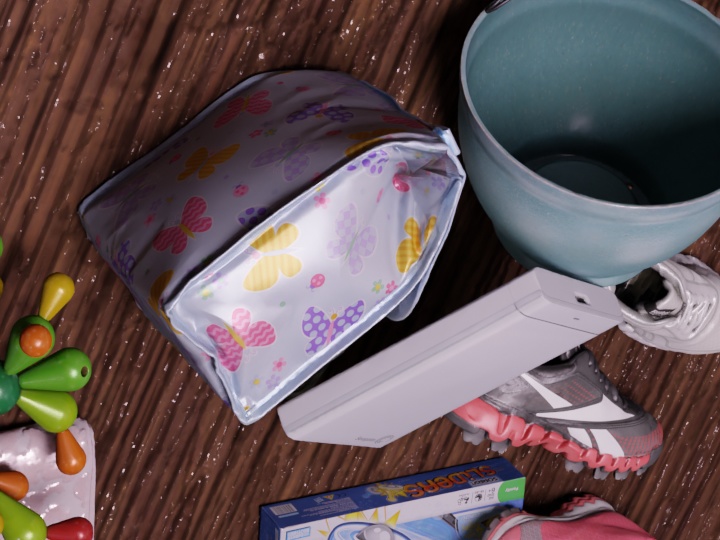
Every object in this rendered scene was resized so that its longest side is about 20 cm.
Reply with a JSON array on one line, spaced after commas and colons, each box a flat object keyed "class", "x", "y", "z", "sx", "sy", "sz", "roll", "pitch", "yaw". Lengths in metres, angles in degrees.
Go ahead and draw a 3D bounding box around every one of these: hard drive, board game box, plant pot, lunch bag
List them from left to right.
[{"class": "lunch bag", "x": -0.043, "y": -0.029, "z": 1.200, "sx": 0.200, "sy": 0.169, "sz": 0.128, "roll": -40, "pitch": 124, "yaw": -8}, {"class": "board game box", "x": 0.021, "y": 0.217, "z": 1.433, "sx": 0.198, "sy": 0.034, "sz": 0.137, "roll": -9, "pitch": 116, "yaw": -26}, {"class": "hard drive", "x": 0.060, "y": 0.061, "z": 1.297, "sx": 0.199, "sy": 0.027, "sz": 0.132, "roll": -29, "pitch": 160, "yaw": 24}, {"class": "plant pot", "x": 0.152, "y": -0.074, "z": 1.294, "sx": 0.199, "sy": 0.201, "sz": 0.135, "roll": -17, "pitch": 146, "yaw": -22}]

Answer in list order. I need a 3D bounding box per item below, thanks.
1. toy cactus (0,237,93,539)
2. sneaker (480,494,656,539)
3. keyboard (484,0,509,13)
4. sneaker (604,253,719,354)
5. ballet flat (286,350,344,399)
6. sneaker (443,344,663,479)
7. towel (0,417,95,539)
[{"class": "toy cactus", "x": -0.240, "y": 0.080, "z": 1.183, "sx": 0.163, "sy": 0.102, "sz": 0.202, "roll": -10, "pitch": 108, "yaw": -5}, {"class": "sneaker", "x": 0.152, "y": 0.212, "z": 1.438, "sx": 0.199, "sy": 0.086, "sz": 0.074, "roll": -13, "pitch": 117, "yaw": -50}, {"class": "keyboard", "x": 0.124, "y": -0.233, "z": 1.265, "sx": 0.199, "sy": 0.040, "sz": 0.105, "roll": -22, "pitch": 101, "yaw": -19}, {"class": "sneaker", "x": 0.214, "y": 0.020, "z": 1.425, "sx": 0.199, "sy": 0.081, "sz": 0.076, "roll": 23, "pitch": 98, "yaw": -37}, {"class": "ballet flat", "x": 0.000, "y": 0.000, "z": 1.303, "sx": 0.067, "sy": 0.064, "sz": 0.201, "roll": 36, "pitch": 92, "yaw": -36}, {"class": "sneaker", "x": 0.150, "y": 0.088, "z": 1.424, "sx": 0.199, "sy": 0.071, "sz": 0.099, "roll": 18, "pitch": 105, "yaw": -33}, {"class": "towel", "x": -0.263, "y": 0.196, "z": 1.265, "sx": 0.198, "sy": 0.032, "sz": 0.193, "roll": -10, "pitch": 116, "yaw": -26}]
